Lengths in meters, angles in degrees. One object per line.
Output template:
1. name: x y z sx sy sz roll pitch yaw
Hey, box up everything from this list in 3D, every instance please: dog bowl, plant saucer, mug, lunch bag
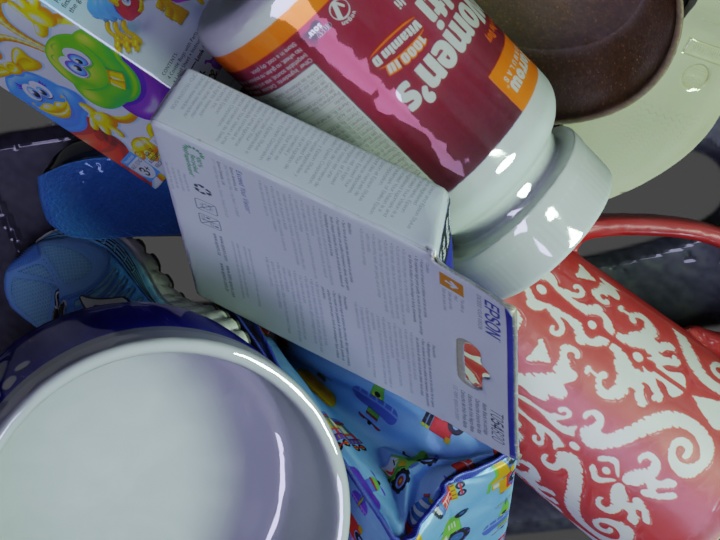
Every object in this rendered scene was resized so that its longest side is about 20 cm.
1. dog bowl: -0.111 0.119 1.327 0.200 0.079 0.201 -6 106 -20
2. plant saucer: 0.069 -0.158 1.302 0.200 0.037 0.201 19 141 16
3. mug: 0.126 0.045 1.462 0.200 0.178 0.133 37 152 -10
4. lunch bag: -0.016 0.088 1.453 0.200 0.094 0.151 43 157 21

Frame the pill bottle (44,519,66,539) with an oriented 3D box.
1. pill bottle: -0.177 0.135 1.463 0.110 0.200 0.111 -1 78 5

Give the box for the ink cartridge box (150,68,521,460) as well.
1. ink cartridge box: 0.000 0.000 1.301 0.200 0.041 0.200 28 160 15

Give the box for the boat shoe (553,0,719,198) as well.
1. boat shoe: 0.161 -0.118 1.387 0.074 0.063 0.202 22 120 -30

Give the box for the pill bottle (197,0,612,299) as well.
1. pill bottle: 0.025 -0.085 1.295 0.110 0.110 0.200 -39 109 22

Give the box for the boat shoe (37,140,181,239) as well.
1. boat shoe: -0.073 -0.059 1.436 0.199 0.069 0.084 6 117 5

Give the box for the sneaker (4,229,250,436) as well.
1. sneaker: -0.141 0.035 1.434 0.090 0.200 0.079 -22 123 -32

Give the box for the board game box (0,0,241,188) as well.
1. board game box: -0.148 -0.150 1.347 0.200 0.105 0.103 34 152 -10
